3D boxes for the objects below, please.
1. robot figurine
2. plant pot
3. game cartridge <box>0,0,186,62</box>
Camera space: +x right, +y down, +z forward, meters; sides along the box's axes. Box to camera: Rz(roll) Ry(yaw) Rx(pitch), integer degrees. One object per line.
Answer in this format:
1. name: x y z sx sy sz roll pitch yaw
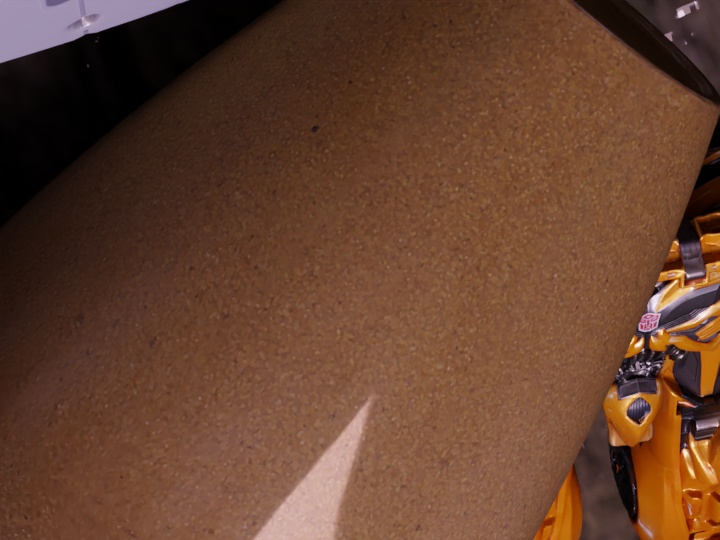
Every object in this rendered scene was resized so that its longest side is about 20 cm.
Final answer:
1. robot figurine: 0.083 0.039 0.955 0.144 0.058 0.201 -11 136 -8
2. plant pot: 0.000 0.000 0.821 0.186 0.187 0.200 28 106 -39
3. game cartridge: -0.023 -0.111 0.736 0.199 0.042 0.133 -23 174 -8
